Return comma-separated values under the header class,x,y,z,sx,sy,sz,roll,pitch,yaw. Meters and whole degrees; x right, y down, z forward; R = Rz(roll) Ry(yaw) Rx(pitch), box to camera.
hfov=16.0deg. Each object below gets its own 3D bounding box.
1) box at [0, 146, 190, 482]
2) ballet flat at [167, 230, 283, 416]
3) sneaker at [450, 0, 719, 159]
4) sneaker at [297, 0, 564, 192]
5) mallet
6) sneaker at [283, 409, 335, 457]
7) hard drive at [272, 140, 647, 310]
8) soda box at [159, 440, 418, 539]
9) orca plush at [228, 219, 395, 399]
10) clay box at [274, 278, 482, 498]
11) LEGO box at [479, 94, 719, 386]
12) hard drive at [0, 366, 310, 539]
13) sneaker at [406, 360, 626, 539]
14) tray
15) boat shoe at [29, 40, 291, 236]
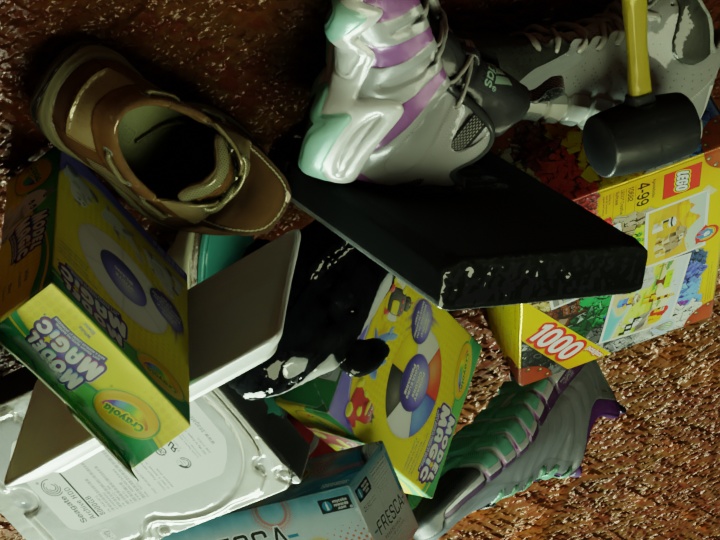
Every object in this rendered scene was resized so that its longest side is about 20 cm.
class,x,y,z,sx,sy,sz,roll,pitch,yaw
box,-0.145,0.022,1.386,0.048,0.200,0.117,-35,116,15
ballet flat,-0.097,0.034,1.577,0.069,0.070,0.201,-17,121,-14
sneaker,0.134,-0.145,1.512,0.199,0.075,0.116,13,109,-31
sneaker,0.047,-0.122,1.406,0.139,0.078,0.201,11,139,-3
mallet,0.148,-0.147,1.455,0.066,0.041,0.201,-24,119,-20
sneaker,-0.037,0.121,1.771,0.071,0.113,0.200,-40,176,17
hard drive,0.054,-0.032,1.485,0.139,0.200,0.033,-4,113,-30
soda box,-0.068,0.171,1.645,0.199,0.069,0.064,-15,-163,27
orca plush,0.000,0.000,1.526,0.199,0.106,0.071,-26,167,-28
clay box,0.020,0.072,1.685,0.047,0.116,0.200,10,163,30
LEGO box,0.157,-0.029,1.668,0.148,0.077,0.201,-20,147,-10
hard drive,-0.149,0.107,1.579,0.199,0.038,0.140,-22,120,29
sneaker,0.115,0.133,1.782,0.200,0.088,0.074,-46,-161,-26
tray,-0.113,0.055,1.452,0.199,0.108,0.022,-29,118,23
boat shoe,-0.101,-0.059,1.426,0.200,0.074,0.076,27,94,-52
